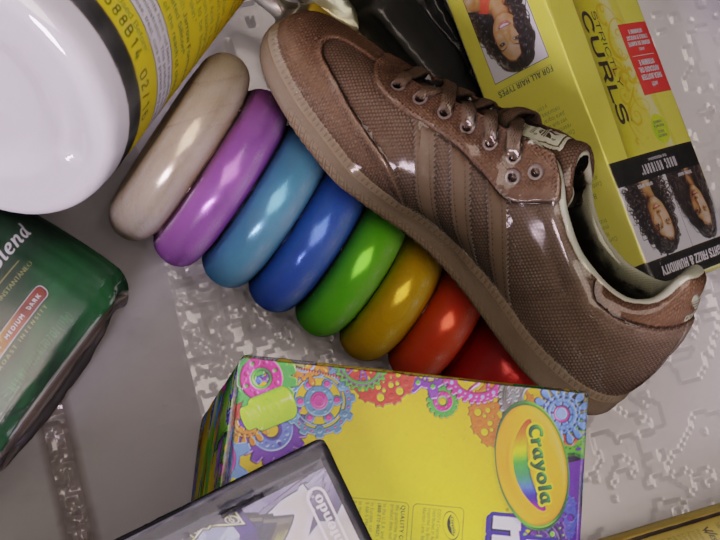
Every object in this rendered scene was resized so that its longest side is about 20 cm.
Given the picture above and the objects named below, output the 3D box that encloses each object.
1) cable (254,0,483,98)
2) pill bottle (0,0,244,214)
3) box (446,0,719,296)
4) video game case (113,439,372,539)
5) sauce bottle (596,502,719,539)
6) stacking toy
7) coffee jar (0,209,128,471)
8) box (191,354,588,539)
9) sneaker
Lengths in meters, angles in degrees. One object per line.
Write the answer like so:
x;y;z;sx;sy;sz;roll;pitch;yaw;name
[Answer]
0.042;-0.070;0.846;0.097;0.050;0.201;-43;102;-31;cable
-0.098;-0.123;0.755;0.111;0.111;0.201;34;48;-3;pill bottle
0.087;-0.085;0.820;0.075;0.050;0.202;-15;82;-50;box
-0.048;0.180;0.587;0.180;0.026;0.201;-25;85;-11;video game case
0.178;0.120;0.812;0.198;0.065;0.065;-14;83;-10;sauce bottle
0.000;0.000;0.803;0.199;0.085;0.086;34;76;-10;stacking toy
-0.195;-0.012;0.761;0.199;0.085;0.105;36;76;-2;coffee jar
-0.004;0.147;0.711;0.121;0.193;0.202;6;80;-8;box
0.050;-0.040;0.765;0.200;0.070;0.076;46;117;1;sneaker
